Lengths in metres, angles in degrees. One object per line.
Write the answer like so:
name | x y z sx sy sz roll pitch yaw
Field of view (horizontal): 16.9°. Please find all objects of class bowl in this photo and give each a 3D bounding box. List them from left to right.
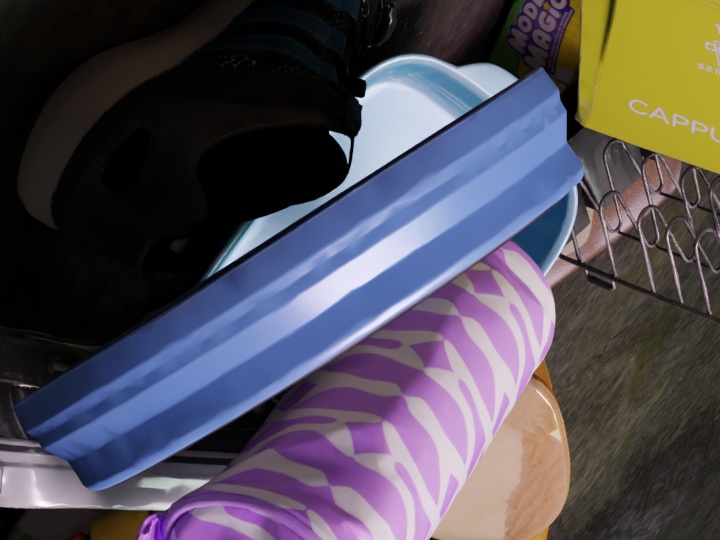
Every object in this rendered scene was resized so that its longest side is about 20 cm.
bowl | -0.016 0.004 0.772 0.200 0.039 0.201 -33 -178 2

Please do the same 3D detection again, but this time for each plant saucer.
plant saucer | 0.081 -0.005 1.178 0.200 0.032 0.200 -36 178 -1

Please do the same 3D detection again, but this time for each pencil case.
pencil case | 0.001 0.055 0.867 0.200 0.085 0.084 -53 171 -50

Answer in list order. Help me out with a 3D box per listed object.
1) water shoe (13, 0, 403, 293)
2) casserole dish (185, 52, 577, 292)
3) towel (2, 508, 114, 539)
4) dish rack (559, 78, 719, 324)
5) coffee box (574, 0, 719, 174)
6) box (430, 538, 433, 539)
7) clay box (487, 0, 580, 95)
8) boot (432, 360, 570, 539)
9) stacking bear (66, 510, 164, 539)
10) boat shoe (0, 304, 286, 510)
water shoe | -0.029 -0.056 0.826 0.200 0.079 0.072 -39 159 -38
casserole dish | 0.000 0.000 0.989 0.200 0.121 0.039 -53 -156 3
towel | -0.101 0.162 1.019 0.152 0.023 0.200 35 99 -30
dish rack | 0.168 -0.040 1.014 0.153 0.200 0.055 -43 129 -20
coffee box | 0.207 -0.151 0.917 0.200 0.199 0.198 85 28 -59
box | 0.037 0.135 1.227 0.200 0.051 0.158 -57 143 -56
clay box | 0.108 -0.110 1.128 0.115 0.048 0.200 -35 158 -41
boot | 0.062 0.070 1.108 0.201 0.071 0.144 93 7 -46
stacking bear | -0.082 0.144 0.949 0.121 0.199 0.114 -157 -118 -80
boat shoe | -0.065 0.048 0.892 0.200 0.072 0.071 2 99 -52
